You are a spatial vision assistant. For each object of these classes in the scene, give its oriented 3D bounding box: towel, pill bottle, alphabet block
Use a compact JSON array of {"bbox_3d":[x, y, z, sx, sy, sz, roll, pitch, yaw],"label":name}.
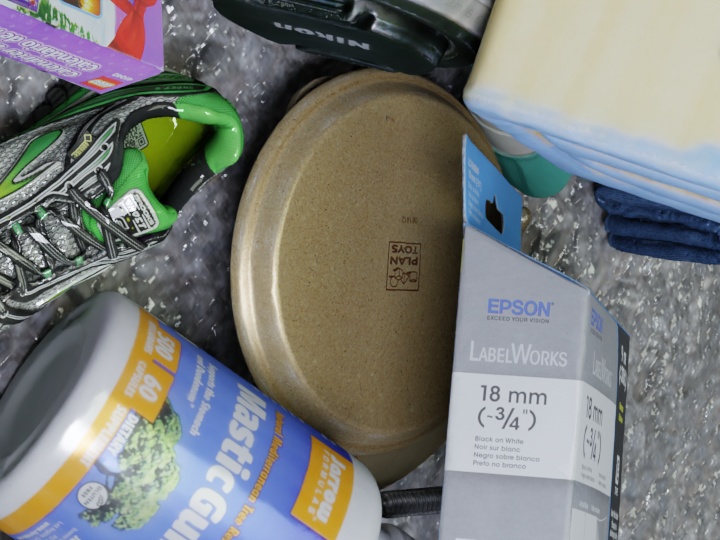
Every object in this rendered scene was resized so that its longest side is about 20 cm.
[{"bbox_3d":[0.228,-0.070,1.303,0.200,0.111,0.049,-38,122,-33],"label":"towel"},{"bbox_3d":[-0.062,0.107,1.016,0.200,0.112,0.112,36,72,-19],"label":"pill bottle"},{"bbox_3d":[0.182,-0.124,1.029,0.201,0.194,0.196,-70,162,0],"label":"alphabet block"}]

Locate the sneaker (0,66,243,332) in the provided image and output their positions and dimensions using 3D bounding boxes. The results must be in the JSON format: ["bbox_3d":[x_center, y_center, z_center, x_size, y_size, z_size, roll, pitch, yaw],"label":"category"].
[{"bbox_3d":[-0.132,-0.026,0.984,0.200,0.085,0.078,-44,125,-29],"label":"sneaker"}]

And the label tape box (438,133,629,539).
[{"bbox_3d":[0.083,0.051,1.066,0.144,0.063,0.201,34,59,-73],"label":"label tape box"}]

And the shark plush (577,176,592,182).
[{"bbox_3d":[0.202,-0.108,1.244,0.199,0.091,0.084,-17,113,1],"label":"shark plush"}]

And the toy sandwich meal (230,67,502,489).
[{"bbox_3d":[0.000,0.000,1.132,0.204,0.070,0.207,-5,98,-43],"label":"toy sandwich meal"}]

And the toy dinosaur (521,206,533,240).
[{"bbox_3d":[0.078,0.067,1.234,0.106,0.060,0.201,0,93,-31],"label":"toy dinosaur"}]

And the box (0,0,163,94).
[{"bbox_3d":[-0.138,-0.184,0.923,0.137,0.039,0.201,19,63,-52],"label":"box"}]

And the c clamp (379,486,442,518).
[{"bbox_3d":[0.038,0.134,1.151,0.199,0.027,0.172,-7,114,-43],"label":"c clamp"}]

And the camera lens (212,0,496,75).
[{"bbox_3d":[0.010,-0.199,1.038,0.160,0.159,0.201,21,82,-44],"label":"camera lens"}]

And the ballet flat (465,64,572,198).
[{"bbox_3d":[0.079,-0.113,1.146,0.070,0.067,0.201,-41,146,-46],"label":"ballet flat"}]
